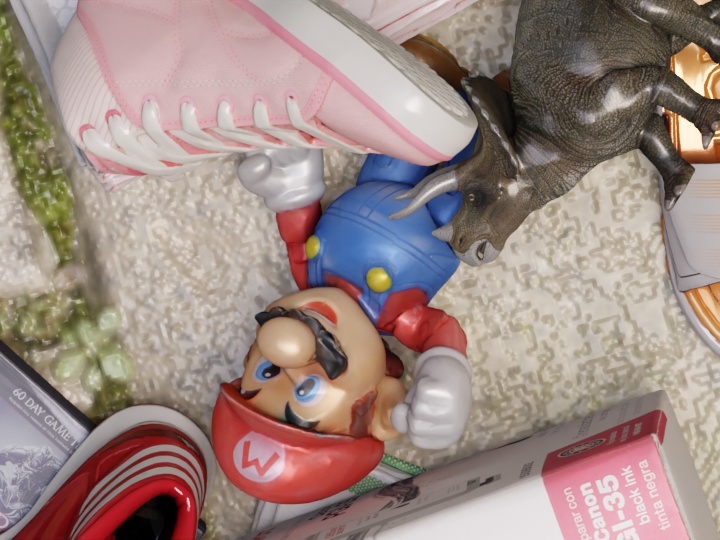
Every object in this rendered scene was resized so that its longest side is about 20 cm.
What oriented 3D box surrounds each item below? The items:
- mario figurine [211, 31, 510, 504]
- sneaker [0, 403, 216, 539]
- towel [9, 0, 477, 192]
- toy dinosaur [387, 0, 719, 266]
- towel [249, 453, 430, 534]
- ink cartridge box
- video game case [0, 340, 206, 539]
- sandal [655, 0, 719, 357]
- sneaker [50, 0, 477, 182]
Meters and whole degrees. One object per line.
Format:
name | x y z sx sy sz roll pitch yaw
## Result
mario figurine | 0.000 0.000 1.109 0.106 0.123 0.200 31 81 -25
sneaker | -0.136 0.147 1.127 0.078 0.116 0.200 33 99 -8
towel | -0.067 -0.161 1.145 0.191 0.032 0.200 -28 76 9
toy dinosaur | 0.099 -0.090 1.069 0.102 0.077 0.200 26 72 4
towel | 0.006 0.182 1.176 0.149 0.031 0.200 19 96 7
ink cartridge box | 0.038 0.124 1.081 0.200 0.147 0.083 -20 92 9
video game case | -0.185 0.136 1.192 0.143 0.019 0.200 42 99 -9
sandal | 0.153 -0.054 1.127 0.079 0.059 0.207 -12 91 9
sneaker | -0.045 -0.064 1.059 0.200 0.075 0.105 36 97 38
